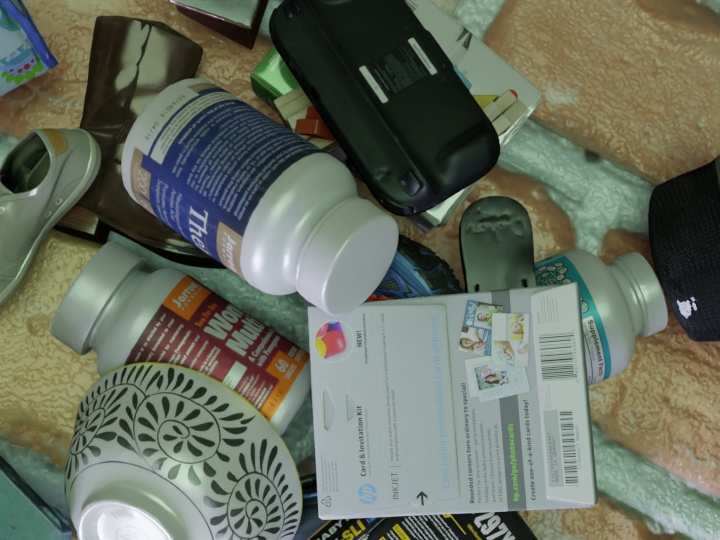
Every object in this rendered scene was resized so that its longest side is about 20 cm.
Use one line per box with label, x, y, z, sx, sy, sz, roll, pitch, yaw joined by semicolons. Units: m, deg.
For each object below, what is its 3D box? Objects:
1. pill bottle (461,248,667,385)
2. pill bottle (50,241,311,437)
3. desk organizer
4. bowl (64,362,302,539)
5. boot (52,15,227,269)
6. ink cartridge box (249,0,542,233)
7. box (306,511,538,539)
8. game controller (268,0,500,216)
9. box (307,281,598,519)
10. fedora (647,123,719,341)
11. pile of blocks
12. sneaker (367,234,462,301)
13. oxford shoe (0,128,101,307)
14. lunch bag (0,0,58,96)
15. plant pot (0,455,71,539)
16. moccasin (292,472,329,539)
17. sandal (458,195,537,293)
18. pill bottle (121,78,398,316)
pill bottle;0.146;0.051;0.948;0.199;0.111;0.111;-21;86;-6
pill bottle;-0.140;0.067;0.929;0.199;0.110;0.110;33;84;0
desk organizer;-0.094;-0.298;0.981;0.071;0.077;0.201;18;84;-2
bowl;-0.152;0.179;0.872;0.199;0.094;0.202;10;121;16
boot;-0.155;-0.112;0.973;0.185;0.064;0.201;15;80;-4
ink cartridge box;0.029;-0.148;0.971;0.200;0.084;0.146;40;85;0
box;0.065;0.245;0.915;0.160;0.049;0.200;-41;116;-7
game controller;0.017;-0.138;0.858;0.104;0.042;0.201;-28;74;-17
box;0.065;0.096;0.835;0.199;0.041;0.157;-6;81;13
fedora;0.289;-0.015;0.947;0.091;0.200;0.202;-16;86;20
pile of blocks;0.032;-0.132;0.896;0.198;0.062;0.083;-5;87;-3
sneaker;0.000;0.000;0.940;0.199;0.075;0.079;29;102;37
oxford shoe;-0.288;-0.038;0.931;0.200;0.058;0.075;-50;57;13
lunch bag;-0.366;-0.207;0.936;0.170;0.128;0.200;-33;58;-6
plant pot;-0.331;0.226;0.870;0.196;0.196;0.200;45;74;1
moccasin;-0.008;0.173;0.942;0.199;0.080;0.069;-24;90;-6
sandal;0.112;0.041;0.870;0.076;0.043;0.201;-13;79;-4
pill bottle;-0.073;-0.052;0.854;0.199;0.111;0.111;33;83;26
